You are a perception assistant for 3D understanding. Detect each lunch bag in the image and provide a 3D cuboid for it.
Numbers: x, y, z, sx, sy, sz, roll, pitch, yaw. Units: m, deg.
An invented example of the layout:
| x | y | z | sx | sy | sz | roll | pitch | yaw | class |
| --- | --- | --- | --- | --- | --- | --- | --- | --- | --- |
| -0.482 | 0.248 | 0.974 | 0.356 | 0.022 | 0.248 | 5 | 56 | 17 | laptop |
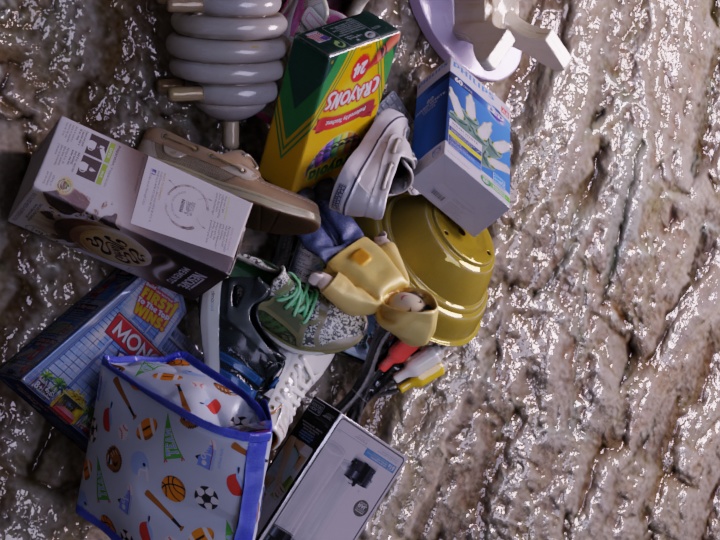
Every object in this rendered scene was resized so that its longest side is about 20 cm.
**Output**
| x | y | z | sx | sy | sz | roll | pitch | yaw | class |
| --- | --- | --- | --- | --- | --- | --- | --- | --- | --- |
| -0.159 | 0.187 | 1.506 | 0.124 | 0.200 | 0.171 | -4 | 111 | -41 | lunch bag |

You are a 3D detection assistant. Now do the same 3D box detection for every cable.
| x | y | z | sx | sy | sz | roll | pitch | yaw | class |
| --- | --- | --- | --- | --- | --- | --- | --- | --- | --- |
| 0.016 | 0.130 | 1.773 | 0.200 | 0.050 | 0.097 | -45 | 129 | -8 | cable |

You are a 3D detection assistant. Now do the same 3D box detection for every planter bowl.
| x | y | z | sx | sy | sz | roll | pitch | yaw | class |
| --- | --- | --- | --- | --- | --- | --- | --- | --- | --- |
| 0.088 | -0.023 | 1.775 | 0.200 | 0.083 | 0.201 | 32 | 36 | -27 | planter bowl |

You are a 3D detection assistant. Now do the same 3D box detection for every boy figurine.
| x | y | z | sx | sy | sz | roll | pitch | yaw | class |
| --- | --- | --- | --- | --- | --- | --- | --- | --- | --- |
| 0.000 | 0.000 | 1.661 | 0.124 | 0.065 | 0.200 | -24 | 65 | -43 | boy figurine |

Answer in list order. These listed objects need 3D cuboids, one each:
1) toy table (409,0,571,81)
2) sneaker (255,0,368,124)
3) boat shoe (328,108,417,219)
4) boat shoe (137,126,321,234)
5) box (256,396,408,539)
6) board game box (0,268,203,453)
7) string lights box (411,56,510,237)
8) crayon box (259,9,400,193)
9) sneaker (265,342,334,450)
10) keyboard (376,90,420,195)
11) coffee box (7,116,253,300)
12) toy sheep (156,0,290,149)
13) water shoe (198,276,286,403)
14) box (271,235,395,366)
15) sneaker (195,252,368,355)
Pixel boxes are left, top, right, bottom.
| x | y | z | sx | sy | sz | roll | pitch | yaw | class |
| --- | --- | --- | --- | --- | --- | --- | --- | --- | --- |
| 0.152 | -0.302 | 1.854 | 0.200 | 0.117 | 0.184 | 36 | 71 | -36 | toy table |
| -0.055 | -0.246 | 1.705 | 0.081 | 0.088 | 0.201 | 35 | 72 | -35 | sneaker |
| 0.027 | -0.109 | 1.685 | 0.200 | 0.066 | 0.072 | -55 | 166 | -62 | boat shoe |
| -0.130 | -0.092 | 1.618 | 0.199 | 0.071 | 0.065 | 19 | 69 | -3 | boat shoe |
| -0.052 | 0.252 | 1.732 | 0.117 | 0.060 | 0.200 | 38 | 83 | -34 | box |
| -0.225 | 0.086 | 1.606 | 0.200 | 0.062 | 0.200 | 47 | 65 | -31 | board game box |
| 0.112 | -0.140 | 1.791 | 0.103 | 0.059 | 0.200 | 38 | 32 | -22 | string lights box |
| -0.036 | -0.160 | 1.674 | 0.127 | 0.051 | 0.200 | -29 | 145 | -48 | crayon box |
| -0.084 | 0.141 | 1.691 | 0.200 | 0.085 | 0.073 | -43 | 133 | -18 | sneaker |
| 0.070 | -0.114 | 1.867 | 0.056 | 0.011 | 0.200 | -50 | 121 | -26 | keyboard |
| -0.218 | -0.055 | 1.524 | 0.199 | 0.113 | 0.080 | 24 | 67 | -17 | coffee box |
| -0.136 | -0.221 | 1.620 | 0.138 | 0.138 | 0.201 | -13 | 115 | -38 | toy sheep |
| -0.111 | 0.106 | 1.597 | 0.079 | 0.072 | 0.201 | -8 | 92 | 5 | water shoe |
| -0.014 | 0.023 | 1.788 | 0.200 | 0.040 | 0.137 | 24 | 78 | -38 | box |
| -0.081 | 0.029 | 1.657 | 0.199 | 0.089 | 0.077 | 20 | 68 | -12 | sneaker |
